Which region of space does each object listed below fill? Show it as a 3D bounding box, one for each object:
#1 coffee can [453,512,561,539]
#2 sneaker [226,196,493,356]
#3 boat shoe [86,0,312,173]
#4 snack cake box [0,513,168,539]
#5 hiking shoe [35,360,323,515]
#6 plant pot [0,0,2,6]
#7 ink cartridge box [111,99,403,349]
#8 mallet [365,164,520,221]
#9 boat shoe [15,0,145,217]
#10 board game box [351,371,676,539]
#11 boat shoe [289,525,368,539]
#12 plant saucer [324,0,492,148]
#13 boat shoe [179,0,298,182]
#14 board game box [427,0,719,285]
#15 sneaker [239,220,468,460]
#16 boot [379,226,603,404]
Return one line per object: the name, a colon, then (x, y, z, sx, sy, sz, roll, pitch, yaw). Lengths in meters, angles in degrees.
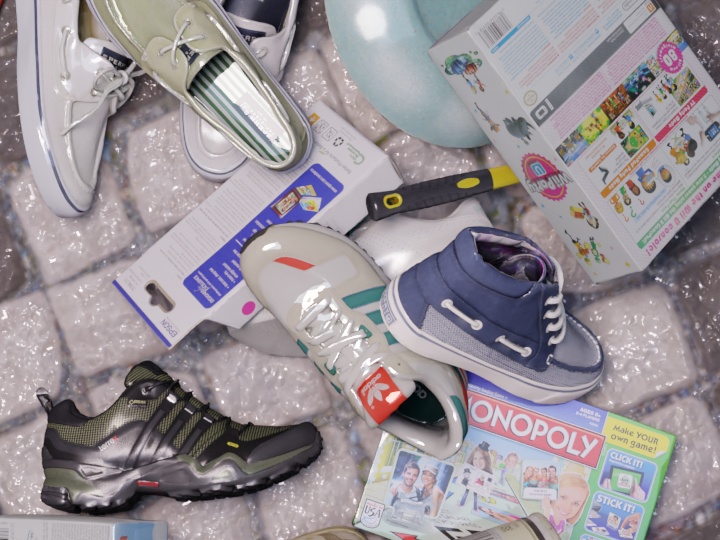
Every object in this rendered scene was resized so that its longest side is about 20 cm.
coffee can: (0.044, 0.256, 1.231, 0.198, 0.146, 0.148, -16, 85, -8)
sneaker: (0.000, 0.000, 1.337, 0.198, 0.075, 0.089, -12, 65, 1)
boat shoe: (-0.107, -0.145, 1.283, 0.200, 0.062, 0.072, 42, 93, -5)
snack cake box: (-0.196, 0.267, 1.281, 0.114, 0.067, 0.203, -1, 84, 28)
hiking shoe: (-0.125, 0.109, 1.314, 0.198, 0.076, 0.102, -6, 80, -8)
plant pot: (-0.360, -0.222, 1.293, 0.175, 0.200, 0.202, 19, 85, 13)
ink cartridge box: (-0.072, -0.027, 1.318, 0.200, 0.037, 0.095, -40, 44, -8)
mallet: (0.094, -0.074, 1.323, 0.198, 0.041, 0.067, -6, 81, -21)
boat shoe: (-0.188, -0.141, 1.335, 0.085, 0.075, 0.204, -8, 78, 16)
board game box: (0.108, 0.147, 1.337, 0.198, 0.029, 0.136, 19, 86, 1)
boat shoe: (-0.084, 0.228, 1.309, 0.198, 0.065, 0.072, -25, 85, -2)
plant saucer: (0.069, -0.188, 1.316, 0.199, 0.039, 0.204, 6, 80, -31)
boat shoe: (-0.084, -0.164, 1.345, 0.073, 0.065, 0.202, 12, 85, 0)
board game box: (0.160, -0.116, 1.295, 0.147, 0.064, 0.201, -42, 100, -28)
sneaker: (0.003, 0.049, 1.250, 0.070, 0.094, 0.200, -41, 113, 15)
boot: (0.114, 0.030, 1.269, 0.090, 0.199, 0.073, -38, 52, 36)
